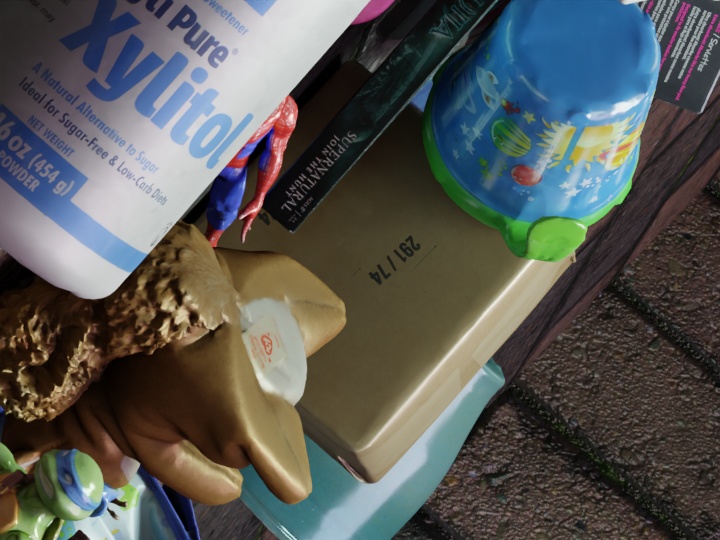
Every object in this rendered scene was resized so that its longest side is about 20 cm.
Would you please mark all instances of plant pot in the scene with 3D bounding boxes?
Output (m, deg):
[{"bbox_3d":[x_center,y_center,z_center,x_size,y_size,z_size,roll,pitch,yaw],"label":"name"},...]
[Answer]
[{"bbox_3d":[-0.004,0.093,1.888,0.188,0.200,0.200,-42,171,5],"label":"plant pot"}]

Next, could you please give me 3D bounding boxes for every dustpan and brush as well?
[{"bbox_3d":[0.084,-0.213,1.625,0.140,0.057,0.200,-45,166,28],"label":"dustpan and brush"}]

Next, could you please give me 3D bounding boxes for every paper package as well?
[{"bbox_3d":[0.000,0.000,1.639,0.200,0.191,0.103,-49,165,-8],"label":"paper package"}]

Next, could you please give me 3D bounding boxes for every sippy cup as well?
[{"bbox_3d":[0.115,-0.105,1.545,0.140,0.178,0.130,-28,166,-21],"label":"sippy cup"}]

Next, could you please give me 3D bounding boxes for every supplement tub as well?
[{"bbox_3d":[-0.089,-0.100,1.045,0.200,0.132,0.132,-49,170,3],"label":"supplement tub"}]

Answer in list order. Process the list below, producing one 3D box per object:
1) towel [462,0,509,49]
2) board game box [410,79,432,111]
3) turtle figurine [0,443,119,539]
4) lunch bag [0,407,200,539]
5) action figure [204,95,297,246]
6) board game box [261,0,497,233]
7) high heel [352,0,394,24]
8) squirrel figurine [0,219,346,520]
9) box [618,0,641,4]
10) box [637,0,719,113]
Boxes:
[{"bbox_3d":[0.113,-0.200,1.721,0.146,0.030,0.200,-52,-171,27],"label":"towel"},{"bbox_3d":[0.050,-0.086,1.958,0.199,0.043,0.200,-37,166,-50],"label":"board game box"},{"bbox_3d":[-0.242,0.131,1.330,0.194,0.144,0.200,-35,165,22],"label":"turtle figurine"},{"bbox_3d":[-0.172,0.184,1.583,0.127,0.200,0.170,-42,168,-32],"label":"lunch bag"},{"bbox_3d":[-0.080,-0.057,1.446,0.052,0.065,0.200,-64,-178,-39],"label":"action figure"},{"bbox_3d":[0.028,-0.117,1.490,0.200,0.028,0.135,-48,-178,22],"label":"board game box"},{"bbox_3d":[0.030,-0.192,1.361,0.096,0.067,0.200,-25,161,-44],"label":"high heel"},{"bbox_3d":[-0.137,0.053,1.444,0.187,0.200,0.142,-16,-130,30],"label":"squirrel figurine"},{"bbox_3d":[0.152,-0.243,1.472,0.106,0.152,0.200,-50,171,20],"label":"box"},{"bbox_3d":[0.217,-0.229,1.726,0.132,0.115,0.200,-71,-176,-62],"label":"box"}]
